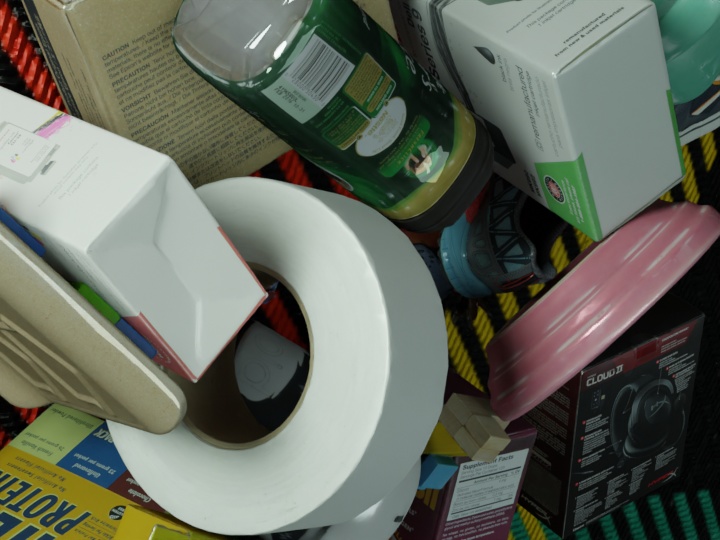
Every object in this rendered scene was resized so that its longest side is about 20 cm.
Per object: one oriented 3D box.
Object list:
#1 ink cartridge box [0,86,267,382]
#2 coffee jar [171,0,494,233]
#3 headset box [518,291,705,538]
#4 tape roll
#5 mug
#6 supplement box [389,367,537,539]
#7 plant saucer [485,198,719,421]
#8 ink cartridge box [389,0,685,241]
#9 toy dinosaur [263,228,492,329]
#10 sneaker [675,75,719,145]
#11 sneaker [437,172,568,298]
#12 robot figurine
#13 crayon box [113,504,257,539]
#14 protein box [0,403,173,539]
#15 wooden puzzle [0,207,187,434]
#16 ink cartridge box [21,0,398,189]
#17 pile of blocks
[{"bbox_3d":[-0.157,-0.028,0.822,0.068,0.200,0.117,-51,137,-17],"label":"ink cartridge box"},{"bbox_3d":[-0.008,-0.099,0.874,0.085,0.104,0.200,-52,138,2],"label":"coffee jar"},{"bbox_3d":[0.212,0.110,1.328,0.149,0.077,0.200,-22,127,-31],"label":"headset box"},{"bbox_3d":[-0.053,0.049,0.879,0.071,0.202,0.203,7,111,-58],"label":"tape roll"},{"bbox_3d":[0.184,-0.184,1.053,0.115,0.152,0.185,-60,161,9],"label":"mug"},{"bbox_3d":[0.052,0.190,1.212,0.086,0.110,0.200,-8,120,-38],"label":"supplement box"},{"bbox_3d":[0.155,0.018,1.035,0.200,0.051,0.201,-42,176,-3],"label":"plant saucer"},{"bbox_3d":[0.104,-0.131,0.993,0.084,0.200,0.146,-37,134,-14],"label":"ink cartridge box"},{"bbox_3d":[0.000,0.000,1.102,0.181,0.105,0.200,33,58,-37],"label":"toy dinosaur"},{"bbox_3d":[0.215,-0.123,1.185,0.200,0.078,0.079,-37,140,-34],"label":"sneaker"},{"bbox_3d":[0.131,-0.070,1.098,0.079,0.095,0.200,34,65,-42],"label":"sneaker"},{"bbox_3d":[-0.057,0.114,1.022,0.125,0.200,0.150,-53,-172,44],"label":"robot figurine"},{"bbox_3d":[-0.108,0.214,0.910,0.200,0.051,0.127,37,74,-59],"label":"crayon box"},{"bbox_3d":[-0.190,0.234,0.972,0.199,0.135,0.200,-44,140,-39],"label":"protein box"},{"bbox_3d":[-0.189,0.008,0.797,0.185,0.200,0.046,45,66,-23],"label":"wooden puzzle"},{"bbox_3d":[-0.083,-0.144,0.911,0.200,0.075,0.165,-33,132,-21],"label":"ink cartridge box"},{"bbox_3d":[0.032,0.127,1.107,0.062,0.200,0.082,14,80,-45],"label":"pile of blocks"}]
